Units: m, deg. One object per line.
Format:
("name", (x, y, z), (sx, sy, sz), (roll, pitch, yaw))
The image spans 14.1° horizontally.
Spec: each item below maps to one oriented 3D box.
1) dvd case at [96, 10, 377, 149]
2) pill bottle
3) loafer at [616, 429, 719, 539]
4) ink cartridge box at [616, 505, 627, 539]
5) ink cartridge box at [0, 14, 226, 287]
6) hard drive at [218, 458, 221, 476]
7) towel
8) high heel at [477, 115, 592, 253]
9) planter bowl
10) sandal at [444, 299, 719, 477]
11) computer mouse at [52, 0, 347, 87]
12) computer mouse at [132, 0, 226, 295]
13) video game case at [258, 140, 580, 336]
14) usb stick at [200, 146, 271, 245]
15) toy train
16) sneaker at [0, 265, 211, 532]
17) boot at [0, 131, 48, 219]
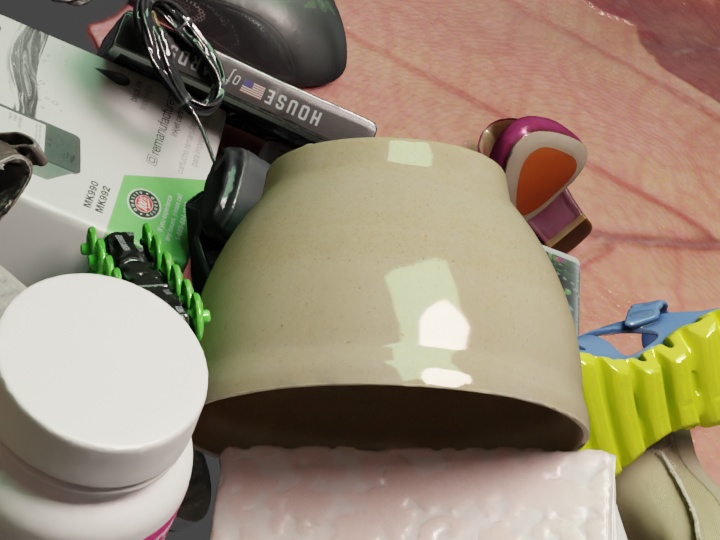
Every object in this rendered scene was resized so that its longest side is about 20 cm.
("dvd case", (-0.074, -0.100, 1.633), (0.150, 0.025, 0.200), (24, -3, -8))
("pill bottle", (-0.140, 0.100, 1.295), (0.113, 0.200, 0.114), (12, 48, -13))
("loafer", (0.152, 0.128, 1.579), (0.068, 0.076, 0.200), (11, 31, -21))
("ink cartridge box", (0.082, 0.181, 1.437), (0.115, 0.068, 0.201), (3, 56, -31))
("ink cartridge box", (-0.186, -0.055, 1.553), (0.199, 0.084, 0.146), (23, 37, -10))
("hard drive", (-0.013, 0.068, 1.563), (0.139, 0.038, 0.200), (12, 39, -22))
("towel", (0.022, 0.173, 1.365), (0.199, 0.032, 0.192), (1, 61, 5))
("high heel", (0.085, -0.071, 1.703), (0.067, 0.200, 0.096), (-37, 72, -4))
("planter bowl", (0.012, 0.016, 1.404), (0.199, 0.200, 0.135), (10, 72, -24))
("sandal", (0.126, 0.063, 1.543), (0.199, 0.080, 0.087), (-12, 17, -28))
("computer mouse", (-0.092, -0.181, 1.789), (0.199, 0.053, 0.139), (26, 36, -5))
("computer mouse", (-0.083, -0.048, 1.507), (0.058, 0.034, 0.201), (-7, 76, -43))
("video game case", (0.028, 0.023, 1.596), (0.199, 0.023, 0.182), (20, 38, -11))
("usb stick", (0.000, 0.000, 1.511), (0.200, 0.033, 0.056), (31, 51, -28))
("toy train", (-0.105, 0.021, 1.394), (0.042, 0.057, 0.200), (-3, 13, -11))
("sneaker", (-0.164, 0.068, 1.442), (0.200, 0.079, 0.079), (43, 34, -24))
("boot", (-0.266, -0.032, 1.388), (0.200, 0.069, 0.174), (-41, 50, -8))
